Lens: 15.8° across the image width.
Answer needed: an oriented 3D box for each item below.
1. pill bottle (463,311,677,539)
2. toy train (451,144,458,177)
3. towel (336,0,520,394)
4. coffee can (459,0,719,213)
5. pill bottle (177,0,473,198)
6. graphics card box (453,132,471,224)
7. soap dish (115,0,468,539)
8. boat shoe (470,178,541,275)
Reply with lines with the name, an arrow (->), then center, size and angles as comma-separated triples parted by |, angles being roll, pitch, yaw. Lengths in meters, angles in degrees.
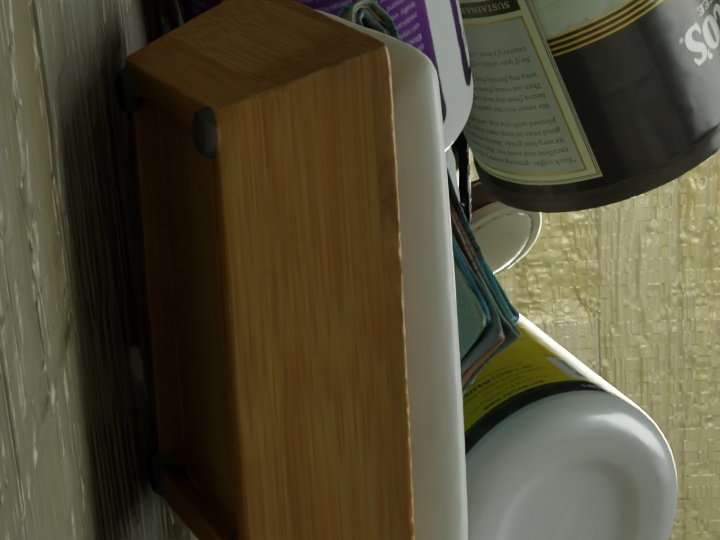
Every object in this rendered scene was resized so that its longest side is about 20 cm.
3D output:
pill bottle -> 0.035, 0.064, 1.077 | 0.200, 0.112, 0.112 | 39, -40, 54
toy train -> 0.000, 0.000, 1.239 | 0.114, 0.085, 0.200 | -34, 137, -33
towel -> -0.008, 0.008, 0.993 | 0.147, 0.022, 0.200 | 67, -30, 22
coffee can -> 0.087, -0.149, 1.205 | 0.146, 0.146, 0.200 | -86, 154, -57
pill bottle -> -0.015, -0.100, 1.052 | 0.111, 0.111, 0.200 | -87, 168, -51
graphics card box -> 0.005, -0.060, 1.403 | 0.200, 0.051, 0.126 | 158, -68, -73
soap dish -> -0.026, 0.011, 0.893 | 0.157, 0.081, 0.200 | -145, -130, -67
boat shoe -> 0.040, -0.013, 1.484 | 0.200, 0.072, 0.060 | 132, -49, -58
